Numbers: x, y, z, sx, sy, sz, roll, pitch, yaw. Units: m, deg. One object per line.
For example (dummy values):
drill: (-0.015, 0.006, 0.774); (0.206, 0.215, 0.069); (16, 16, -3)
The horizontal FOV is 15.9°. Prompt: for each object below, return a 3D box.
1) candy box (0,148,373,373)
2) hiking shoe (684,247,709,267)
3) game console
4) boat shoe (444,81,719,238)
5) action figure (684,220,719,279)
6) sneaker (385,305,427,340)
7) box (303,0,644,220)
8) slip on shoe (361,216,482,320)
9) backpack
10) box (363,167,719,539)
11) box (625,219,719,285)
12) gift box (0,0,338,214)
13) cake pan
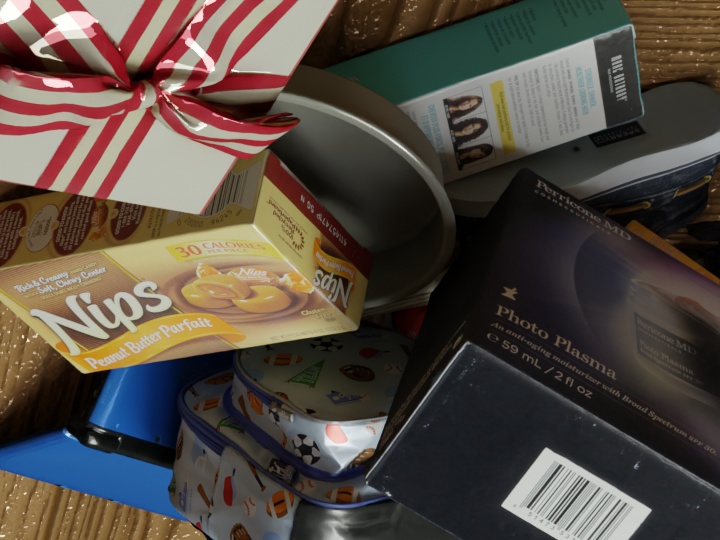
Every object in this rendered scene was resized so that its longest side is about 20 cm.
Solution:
candy box: (-0.108, -0.002, 1.473); (0.200, 0.055, 0.115); (-9, 143, 31)
hiking shoe: (0.297, 0.041, 1.741); (0.200, 0.101, 0.076); (-1, 139, -22)
game console: (-0.118, 0.088, 1.676); (0.200, 0.118, 0.171); (21, 95, -41)
boat shoe: (0.134, -0.048, 1.584); (0.200, 0.071, 0.091); (-13, 139, -16)
action figure: (0.266, 0.024, 1.616); (0.102, 0.119, 0.200); (-31, 124, -48)
sneaker: (0.104, 0.025, 1.661); (0.200, 0.077, 0.085); (-3, 142, -37)
box: (0.063, -0.101, 1.510); (0.200, 0.049, 0.082); (-19, 141, -3)
slip on shoe: (0.000, 0.000, 1.590); (0.200, 0.076, 0.061); (-16, 153, -16)
backpack: (-0.023, 0.114, 1.557); (0.200, 0.190, 0.154); (-4, 106, -42)
box: (0.131, 0.074, 1.459); (0.200, 0.198, 0.123); (31, 122, -6)
box: (0.216, 0.073, 1.584); (0.041, 0.200, 0.119); (-46, 169, -54)
gift box: (-0.128, -0.150, 1.259); (0.184, 0.187, 0.200); (5, 136, -29)
cake pan: (-0.040, -0.050, 1.467); (0.200, 0.037, 0.200); (10, 145, 7)
